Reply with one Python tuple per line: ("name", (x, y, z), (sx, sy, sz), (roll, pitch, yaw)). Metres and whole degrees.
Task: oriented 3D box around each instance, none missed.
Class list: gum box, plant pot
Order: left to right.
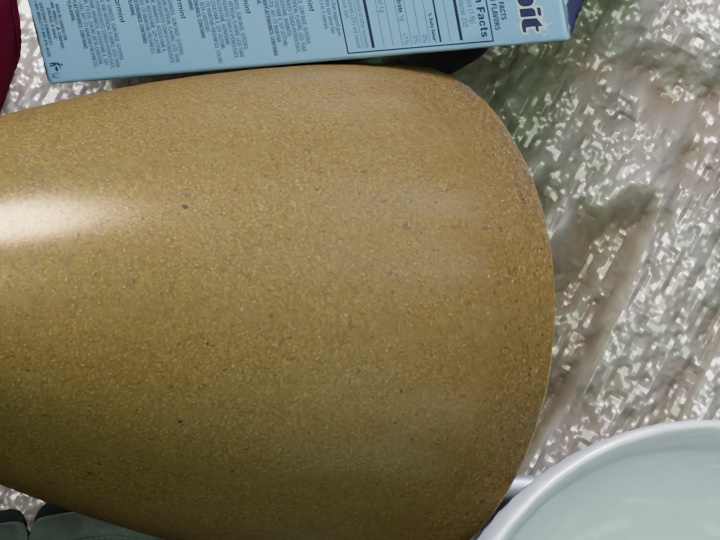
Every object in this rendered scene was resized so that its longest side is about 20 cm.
("plant pot", (-0.068, 0.013, 0.844), (0.199, 0.186, 0.188), (4, 77, -40))
("gum box", (-0.005, -0.132, 0.950), (0.199, 0.170, 0.045), (-2, 117, 18))

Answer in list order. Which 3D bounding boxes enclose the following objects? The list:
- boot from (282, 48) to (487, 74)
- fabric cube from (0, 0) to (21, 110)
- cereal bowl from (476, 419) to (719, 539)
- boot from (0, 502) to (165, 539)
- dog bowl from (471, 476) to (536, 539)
("boot", (0.000, 0.000, 1.009), (0.199, 0.069, 0.175), (-30, 84, 2))
("fabric cube", (-0.251, -0.040, 0.927), (0.199, 0.196, 0.201), (17, 79, -2))
("cereal bowl", (0.114, 0.153, 0.875), (0.199, 0.083, 0.201), (1, 85, -12))
("boot", (-0.071, 0.143, 0.895), (0.199, 0.070, 0.132), (-1, 69, 10))
("dog bowl", (0.060, 0.184, 0.962), (0.199, 0.079, 0.201), (1, 79, -4))
